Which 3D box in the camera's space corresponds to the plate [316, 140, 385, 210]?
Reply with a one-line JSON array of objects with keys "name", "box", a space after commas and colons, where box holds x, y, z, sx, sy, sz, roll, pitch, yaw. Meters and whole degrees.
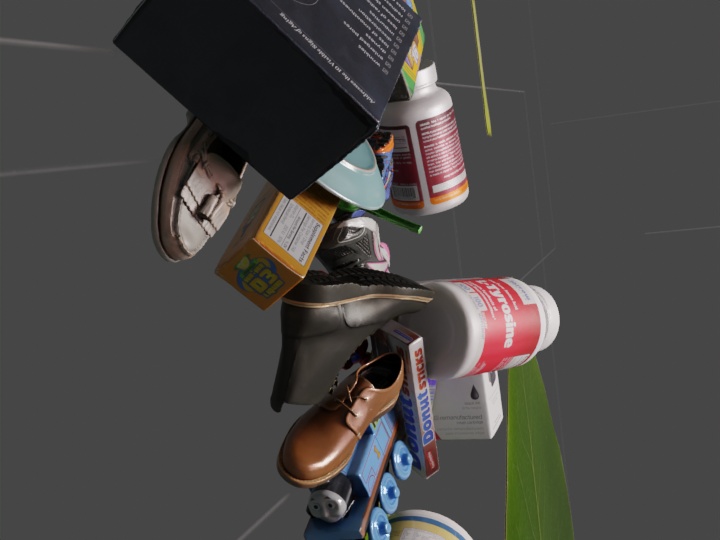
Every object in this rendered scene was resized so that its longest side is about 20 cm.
[{"name": "plate", "box": [-0.040, -0.144, 1.022, 0.200, 0.026, 0.200, 39, 24, -21]}]

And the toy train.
[{"name": "toy train", "box": [-0.007, 0.225, 1.105, 0.114, 0.087, 0.200, 64, 28, -25]}]

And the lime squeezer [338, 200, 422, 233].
[{"name": "lime squeezer", "box": [-0.017, -0.102, 1.134, 0.200, 0.071, 0.038, 41, 46, -7]}]

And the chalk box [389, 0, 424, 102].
[{"name": "chalk box", "box": [-0.015, -0.303, 1.145, 0.200, 0.125, 0.124, 66, 27, -45]}]

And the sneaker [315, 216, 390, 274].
[{"name": "sneaker", "box": [0.000, 0.000, 1.155, 0.200, 0.080, 0.086, 31, 43, -65]}]

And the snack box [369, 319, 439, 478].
[{"name": "snack box", "box": [0.051, 0.148, 1.158, 0.024, 0.072, 0.200, -29, 127, -29]}]

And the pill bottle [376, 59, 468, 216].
[{"name": "pill bottle", "box": [0.082, -0.187, 1.401, 0.113, 0.113, 0.200, -57, 138, -60]}]

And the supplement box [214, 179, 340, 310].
[{"name": "supplement box", "box": [-0.071, -0.051, 0.982, 0.069, 0.067, 0.200, 42, 36, -13]}]

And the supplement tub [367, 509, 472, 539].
[{"name": "supplement tub", "box": [0.053, 0.385, 1.131, 0.200, 0.144, 0.145, -54, 135, -61]}]

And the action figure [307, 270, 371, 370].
[{"name": "action figure", "box": [-0.022, 0.069, 1.140, 0.200, 0.052, 0.066, 55, 48, -58]}]

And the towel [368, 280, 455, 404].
[{"name": "towel", "box": [0.058, 0.113, 1.227, 0.144, 0.023, 0.200, -13, 119, -50]}]

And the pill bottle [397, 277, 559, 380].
[{"name": "pill bottle", "box": [0.148, 0.065, 1.186, 0.200, 0.112, 0.112, -4, 89, -46]}]

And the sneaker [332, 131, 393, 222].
[{"name": "sneaker", "box": [0.008, -0.105, 1.241, 0.200, 0.075, 0.079, -61, 144, -55]}]

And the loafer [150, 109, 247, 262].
[{"name": "loafer", "box": [-0.127, -0.095, 0.871, 0.072, 0.063, 0.200, 64, 28, -46]}]

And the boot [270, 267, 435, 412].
[{"name": "boot", "box": [-0.014, 0.072, 1.051, 0.200, 0.077, 0.139, 1, 104, -40]}]

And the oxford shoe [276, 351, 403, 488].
[{"name": "oxford shoe", "box": [-0.019, 0.148, 1.043, 0.200, 0.071, 0.071, -44, 162, -45]}]

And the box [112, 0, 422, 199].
[{"name": "box", "box": [-0.070, -0.207, 0.860, 0.200, 0.124, 0.197, 42, 36, -17]}]

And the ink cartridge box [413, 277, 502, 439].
[{"name": "ink cartridge box", "box": [0.103, 0.119, 1.335, 0.083, 0.145, 0.200, -37, 120, -66]}]
